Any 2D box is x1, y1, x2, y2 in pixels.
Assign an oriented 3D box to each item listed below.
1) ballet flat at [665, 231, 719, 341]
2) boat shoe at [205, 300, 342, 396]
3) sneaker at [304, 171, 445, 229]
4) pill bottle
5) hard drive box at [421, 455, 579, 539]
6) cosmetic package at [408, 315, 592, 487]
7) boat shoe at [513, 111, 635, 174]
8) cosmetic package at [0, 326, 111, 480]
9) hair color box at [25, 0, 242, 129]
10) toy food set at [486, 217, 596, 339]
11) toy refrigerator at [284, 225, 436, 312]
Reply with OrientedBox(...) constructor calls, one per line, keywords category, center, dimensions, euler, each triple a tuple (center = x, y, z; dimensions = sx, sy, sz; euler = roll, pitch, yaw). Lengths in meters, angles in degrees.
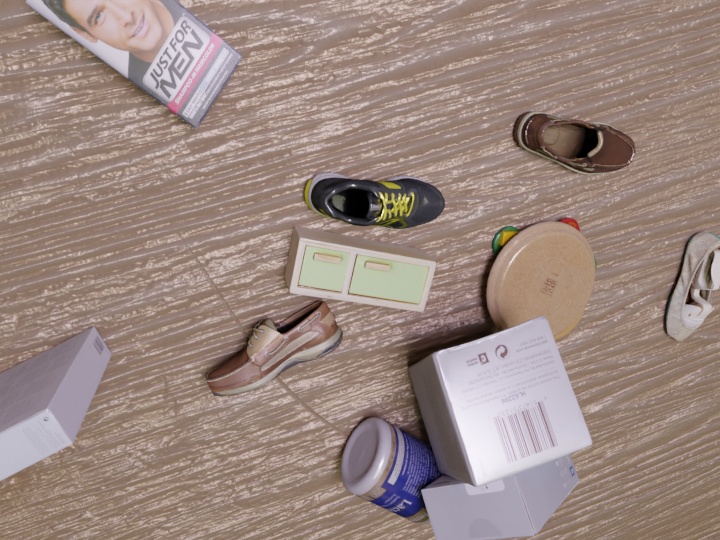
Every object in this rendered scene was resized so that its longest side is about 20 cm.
OrientedBox(category="ballet flat", center=(0.575, 0.037, 0.908), dimensions=(0.066, 0.062, 0.205), euler=(-4, 109, -13))
OrientedBox(category="boat shoe", center=(-0.123, 0.102, 0.738), dimensions=(0.196, 0.075, 0.075), euler=(-24, 108, -15))
OrientedBox(category="sneaker", center=(0.026, -0.084, 0.704), dimensions=(0.195, 0.085, 0.076), euler=(0, 109, -15))
OrientedBox(category="pill bottle", center=(0.075, 0.325, 0.838), dimensions=(0.198, 0.116, 0.117), euler=(33, 98, -22))
OrientedBox(category="hard drive box", center=(0.209, 0.315, 0.777), dimensions=(0.154, 0.198, 0.079), euler=(-27, 76, 35))
OrientedBox(category="cosmetic package", center=(0.179, 0.183, 0.744), dimensions=(0.163, 0.200, 0.170), euler=(-16, 76, -9))
OrientedBox(category="boat shoe", center=(0.320, -0.176, 0.759), dimensions=(0.197, 0.075, 0.077), euler=(4, 107, -17))
OrientedBox(category="cosmetic package", center=(-0.385, 0.157, 0.610), dimensions=(0.148, 0.200, 0.053), euler=(-25, 112, -5))
OrientedBox(category="hair color box", center=(-0.239, -0.262, 0.585), dimensions=(0.198, 0.061, 0.100), euler=(35, 97, -22))
OrientedBox(category="toy food set", center=(0.283, 0.017, 0.829), dimensions=(0.195, 0.049, 0.203), euler=(3, 107, -16))
OrientedBox(category="toy refrigerator", center=(0.000, 0.000, 0.734), dimensions=(0.195, 0.070, 0.078), euler=(10, 106, -18))
